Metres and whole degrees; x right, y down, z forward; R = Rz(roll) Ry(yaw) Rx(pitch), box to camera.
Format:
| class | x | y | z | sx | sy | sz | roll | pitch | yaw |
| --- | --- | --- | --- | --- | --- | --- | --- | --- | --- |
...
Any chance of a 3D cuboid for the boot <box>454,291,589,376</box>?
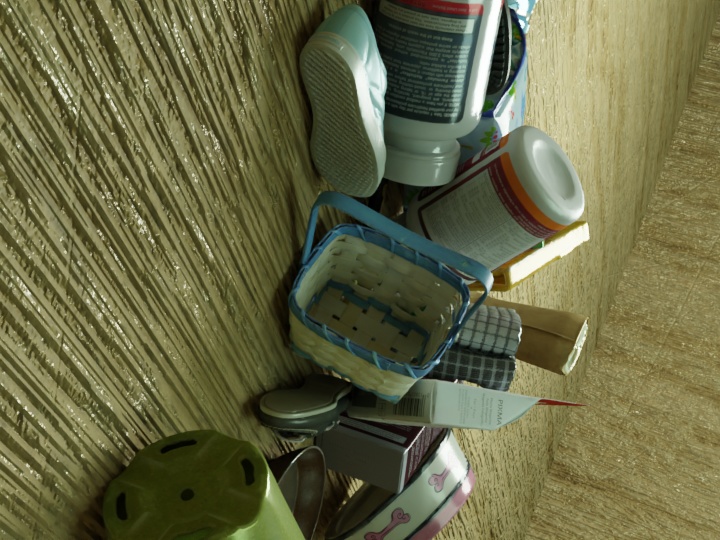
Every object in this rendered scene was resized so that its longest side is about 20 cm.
| class | x | y | z | sx | sy | sz | roll | pitch | yaw |
| --- | --- | --- | --- | --- | --- | --- | --- | --- | --- |
| boot | 0.180 | 0.098 | 1.840 | 0.066 | 0.199 | 0.175 | 84 | 29 | -53 |

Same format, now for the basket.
| class | x | y | z | sx | sy | sz | roll | pitch | yaw |
| --- | --- | --- | --- | --- | --- | --- | --- | --- | --- |
| basket | 0.017 | 0.021 | 1.317 | 0.139 | 0.176 | 0.200 | -60 | 178 | -33 |

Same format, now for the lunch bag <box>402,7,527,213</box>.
| class | x | y | z | sx | sy | sz | roll | pitch | yaw |
| --- | --- | --- | --- | --- | --- | --- | --- | --- | --- |
| lunch bag | 0.124 | -0.169 | 1.527 | 0.170 | 0.127 | 0.200 | 90 | 25 | -43 |

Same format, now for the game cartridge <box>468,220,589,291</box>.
| class | x | y | z | sx | sy | sz | roll | pitch | yaw |
| --- | --- | --- | --- | --- | --- | --- | --- | --- | --- |
| game cartridge | 0.140 | -0.019 | 1.592 | 0.200 | 0.176 | 0.033 | -24 | 111 | -52 |

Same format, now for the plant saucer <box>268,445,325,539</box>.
| class | x | y | z | sx | sy | sz | roll | pitch | yaw |
| --- | --- | --- | --- | --- | --- | --- | --- | --- | --- |
| plant saucer | -0.092 | 0.272 | 1.446 | 0.200 | 0.034 | 0.201 | 18 | 90 | -74 |

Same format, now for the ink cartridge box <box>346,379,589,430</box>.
| class | x | y | z | sx | sy | sz | roll | pitch | yaw |
| --- | --- | --- | --- | --- | --- | --- | --- | --- | --- |
| ink cartridge box | 0.111 | 0.148 | 1.461 | 0.199 | 0.162 | 0.057 | 17 | 78 | -29 |

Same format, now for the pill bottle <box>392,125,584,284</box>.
| class | x | y | z | sx | sy | sz | roll | pitch | yaw |
| --- | --- | --- | --- | --- | --- | --- | --- | --- | --- |
| pill bottle | 0.117 | -0.053 | 1.413 | 0.200 | 0.110 | 0.110 | -33 | -174 | 32 |

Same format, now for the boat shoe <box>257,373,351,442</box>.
| class | x | y | z | sx | sy | sz | roll | pitch | yaw |
| --- | --- | --- | --- | --- | --- | --- | --- | --- | --- |
| boat shoe | -0.053 | 0.146 | 1.392 | 0.200 | 0.067 | 0.057 | -16 | 117 | -74 |

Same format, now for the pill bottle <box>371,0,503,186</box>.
| class | x | y | z | sx | sy | sz | roll | pitch | yaw |
| --- | --- | --- | --- | --- | --- | --- | --- | --- | --- |
| pill bottle | 0.063 | -0.189 | 1.335 | 0.120 | 0.119 | 0.201 | -41 | 145 | -59 |

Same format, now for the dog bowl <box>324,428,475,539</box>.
| class | x | y | z | sx | sy | sz | roll | pitch | yaw |
| --- | --- | --- | --- | --- | --- | --- | --- | --- | --- |
| dog bowl | 0.053 | 0.276 | 1.664 | 0.200 | 0.074 | 0.200 | -43 | -178 | 2 |

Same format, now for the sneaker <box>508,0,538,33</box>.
| class | x | y | z | sx | sy | sz | roll | pitch | yaw |
| --- | --- | --- | --- | --- | --- | --- | --- | --- | --- |
| sneaker | 0.183 | -0.320 | 1.656 | 0.200 | 0.079 | 0.131 | -26 | 130 | -54 |

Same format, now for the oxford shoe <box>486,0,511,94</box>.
| class | x | y | z | sx | sy | sz | roll | pitch | yaw |
| --- | --- | --- | --- | --- | --- | --- | --- | --- | --- |
| oxford shoe | 0.121 | -0.277 | 1.391 | 0.084 | 0.072 | 0.201 | -37 | 121 | -57 |

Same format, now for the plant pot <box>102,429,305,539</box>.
| class | x | y | z | sx | sy | sz | roll | pitch | yaw |
| --- | --- | --- | --- | --- | --- | --- | --- | --- | --- |
| plant pot | -0.118 | 0.236 | 1.110 | 0.201 | 0.200 | 0.185 | -56 | 145 | -43 |

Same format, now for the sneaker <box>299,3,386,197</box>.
| class | x | y | z | sx | sy | sz | roll | pitch | yaw |
| --- | --- | --- | --- | --- | --- | --- | --- | --- | --- |
| sneaker | -0.001 | -0.150 | 1.251 | 0.082 | 0.074 | 0.200 | -58 | 159 | -31 |

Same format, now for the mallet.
| class | x | y | z | sx | sy | sz | roll | pitch | yaw |
| --- | --- | --- | --- | --- | --- | --- | --- | --- | --- |
| mallet | 0.000 | 0.000 | 1.471 | 0.066 | 0.041 | 0.201 | 51 | 54 | -71 |

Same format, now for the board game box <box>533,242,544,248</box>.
| class | x | y | z | sx | sy | sz | roll | pitch | yaw |
| --- | --- | --- | --- | --- | --- | --- | --- | --- | --- |
| board game box | 0.148 | -0.084 | 1.600 | 0.200 | 0.134 | 0.029 | -72 | 153 | -55 |

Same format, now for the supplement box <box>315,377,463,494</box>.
| class | x | y | z | sx | sy | sz | roll | pitch | yaw |
| --- | --- | --- | --- | --- | --- | --- | --- | --- | --- |
| supplement box | 0.036 | 0.166 | 1.615 | 0.200 | 0.109 | 0.061 | -46 | 148 | -54 |

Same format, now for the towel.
| class | x | y | z | sx | sy | sz | roll | pitch | yaw |
| --- | --- | --- | --- | --- | --- | --- | --- | --- | --- |
| towel | 0.087 | 0.077 | 1.528 | 0.200 | 0.165 | 0.086 | -36 | 135 | -87 |
